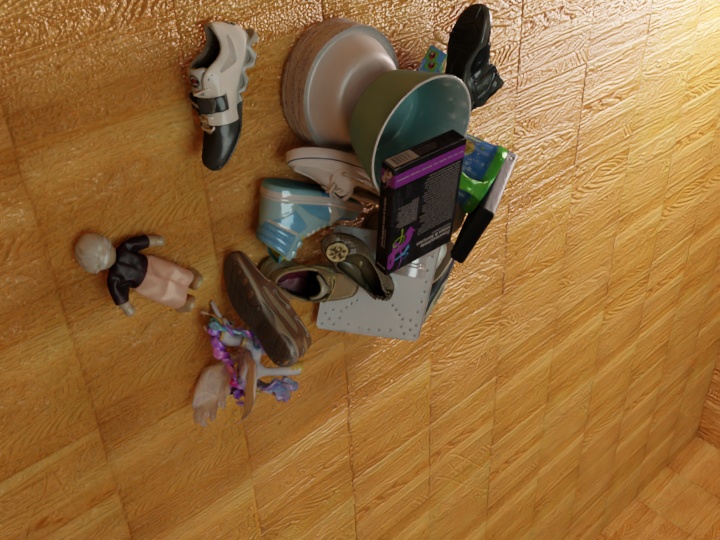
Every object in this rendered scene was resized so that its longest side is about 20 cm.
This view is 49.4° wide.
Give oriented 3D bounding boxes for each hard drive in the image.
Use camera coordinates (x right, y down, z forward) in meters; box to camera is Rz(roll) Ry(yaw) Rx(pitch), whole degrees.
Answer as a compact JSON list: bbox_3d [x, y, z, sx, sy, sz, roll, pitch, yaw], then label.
[{"bbox_3d":[0.235,-0.124,1.491,0.201,0.033,0.140,-60,179,-44],"label":"hard drive"}]

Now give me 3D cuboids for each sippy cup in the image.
[{"bbox_3d":[0.182,-0.196,1.442,0.141,0.129,0.178,-60,-179,-12],"label":"sippy cup"}]

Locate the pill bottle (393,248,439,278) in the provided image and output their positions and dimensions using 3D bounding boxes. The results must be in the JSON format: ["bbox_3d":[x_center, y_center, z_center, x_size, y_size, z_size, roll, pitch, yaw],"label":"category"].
[{"bbox_3d":[0.094,-0.093,1.330,0.103,0.103,0.203,3,101,-47],"label":"pill bottle"}]

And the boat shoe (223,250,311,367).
[{"bbox_3d":[-0.148,0.056,1.246,0.071,0.202,0.075,-28,176,-45],"label":"boat shoe"}]

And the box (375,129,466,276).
[{"bbox_3d":[0.088,-0.101,1.191,0.142,0.036,0.202,-27,138,-30],"label":"box"}]

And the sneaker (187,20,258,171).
[{"bbox_3d":[-0.206,-0.241,1.075,0.088,0.073,0.203,4,100,-47],"label":"sneaker"}]

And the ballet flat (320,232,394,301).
[{"bbox_3d":[0.000,0.000,1.335,0.067,0.047,0.200,-23,140,21],"label":"ballet flat"}]

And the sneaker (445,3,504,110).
[{"bbox_3d":[0.214,-0.385,1.426,0.113,0.076,0.202,-21,129,-40],"label":"sneaker"}]

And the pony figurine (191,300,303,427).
[{"bbox_3d":[-0.188,0.159,1.291,0.199,0.165,0.196,17,68,-46],"label":"pony figurine"}]

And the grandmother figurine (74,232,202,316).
[{"bbox_3d":[-0.318,0.004,1.114,0.199,0.060,0.123,32,61,-48],"label":"grandmother figurine"}]

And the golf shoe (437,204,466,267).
[{"bbox_3d":[0.145,-0.094,1.528,0.091,0.075,0.203,16,99,-46],"label":"golf shoe"}]

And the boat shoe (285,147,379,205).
[{"bbox_3d":[-0.025,-0.145,1.242,0.197,0.073,0.067,10,76,-21],"label":"boat shoe"}]

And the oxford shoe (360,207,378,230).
[{"bbox_3d":[0.048,-0.025,1.463,0.070,0.073,0.202,-36,134,-26],"label":"oxford shoe"}]

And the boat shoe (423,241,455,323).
[{"bbox_3d":[0.142,0.033,1.595,0.062,0.071,0.202,28,96,-38],"label":"boat shoe"}]

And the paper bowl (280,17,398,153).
[{"bbox_3d":[-0.018,-0.281,1.221,0.199,0.104,0.203,-26,130,-35],"label":"paper bowl"}]

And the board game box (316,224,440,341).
[{"bbox_3d":[0.031,0.022,1.428,0.197,0.026,0.203,8,111,-11],"label":"board game box"}]

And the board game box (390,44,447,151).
[{"bbox_3d":[0.081,-0.264,1.325,0.202,0.036,0.151,-60,177,2],"label":"board game box"}]

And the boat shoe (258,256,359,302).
[{"bbox_3d":[-0.080,0.026,1.337,0.198,0.066,0.075,6,109,-34],"label":"boat shoe"}]

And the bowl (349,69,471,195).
[{"bbox_3d":[0.061,-0.217,1.171,0.199,0.105,0.203,-29,141,-27],"label":"bowl"}]

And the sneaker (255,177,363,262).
[{"bbox_3d":[-0.091,-0.074,1.288,0.198,0.079,0.133,6,107,-38],"label":"sneaker"}]
